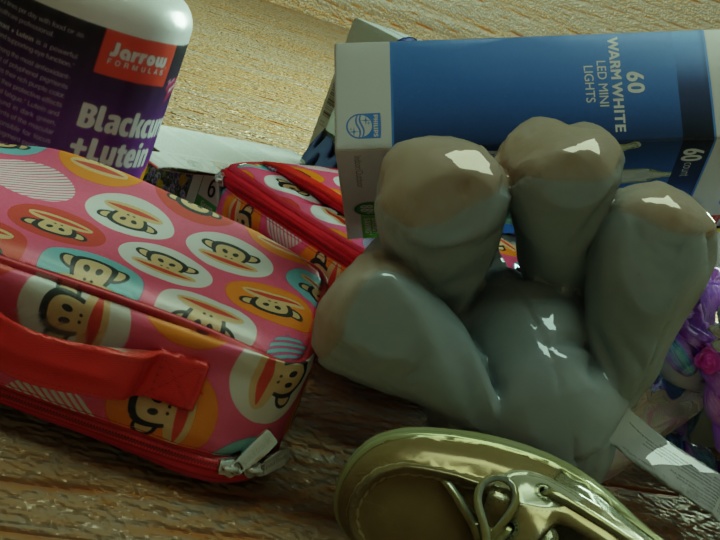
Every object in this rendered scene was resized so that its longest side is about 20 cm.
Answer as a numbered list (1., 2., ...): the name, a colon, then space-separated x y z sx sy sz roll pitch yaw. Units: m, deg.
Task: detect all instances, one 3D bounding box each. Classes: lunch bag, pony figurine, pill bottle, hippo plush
1. lunch bag: 0.000 0.000 0.777 0.176 0.082 0.200 3 21 -41
2. pony figurine: 0.184 0.047 0.713 0.193 0.166 0.201 28 39 -46
3. pill bottle: -0.159 -0.115 0.736 0.111 0.201 0.111 20 15 -5
4. hippo plush: 0.075 0.023 0.595 0.200 0.159 0.161 46 -1 -4
5. lunch bag: -0.114 0.015 0.568 0.199 0.082 0.176 21 15 -4

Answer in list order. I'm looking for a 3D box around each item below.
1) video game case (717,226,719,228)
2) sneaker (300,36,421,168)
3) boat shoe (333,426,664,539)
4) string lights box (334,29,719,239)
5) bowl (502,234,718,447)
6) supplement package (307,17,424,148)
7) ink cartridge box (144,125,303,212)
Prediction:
1. video game case: 0.290 0.021 0.797 0.181 0.036 0.200 52 -3 -18
2. sneaker: 0.047 -0.101 0.930 0.199 0.116 0.080 25 13 37
3. boat shoe: 0.080 0.122 0.482 0.200 0.073 0.063 30 10 5
4. string lights box: 0.089 -0.064 0.628 0.199 0.059 0.103 -2 -21 3
5. bowl: 0.156 0.040 0.887 0.200 0.075 0.200 10 19 -42
6. supplement package: 0.081 -0.113 1.176 0.199 0.152 0.151 13 16 -30
7. ink cartridge box: -0.096 -0.058 0.932 0.200 0.051 0.109 6 21 -44
